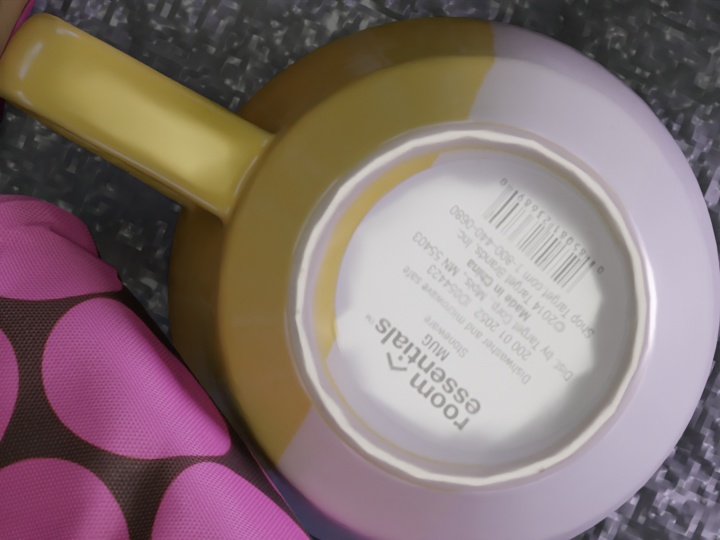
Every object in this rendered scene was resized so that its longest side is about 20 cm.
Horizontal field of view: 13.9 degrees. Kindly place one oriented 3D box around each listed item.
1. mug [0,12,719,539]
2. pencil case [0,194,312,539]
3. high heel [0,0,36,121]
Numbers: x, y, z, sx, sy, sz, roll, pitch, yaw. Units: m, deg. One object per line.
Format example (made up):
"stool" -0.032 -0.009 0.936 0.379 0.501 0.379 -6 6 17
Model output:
"mug" 0.006 0.008 0.730 0.186 0.153 0.150 -3 91 -1
"pencil case" -0.054 0.080 0.660 0.094 0.091 0.200 -41 58 8
"high heel" -0.112 -0.080 0.754 0.067 0.096 0.200 22 90 -3
